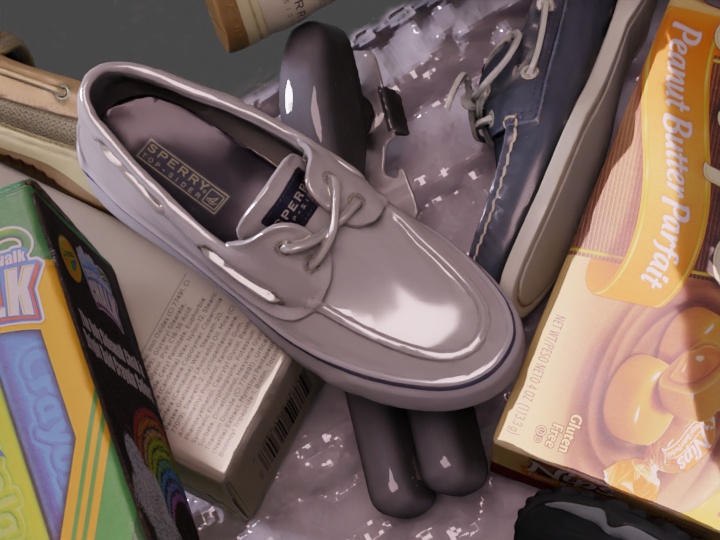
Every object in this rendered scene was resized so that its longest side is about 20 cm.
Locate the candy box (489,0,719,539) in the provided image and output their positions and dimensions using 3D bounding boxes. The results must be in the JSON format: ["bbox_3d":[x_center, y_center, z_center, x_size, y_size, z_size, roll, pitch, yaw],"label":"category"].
[{"bbox_3d":[0.140,0.004,1.095,0.115,0.055,0.201,22,75,6],"label":"candy box"}]

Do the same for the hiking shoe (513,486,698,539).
[{"bbox_3d":[0.127,0.161,1.040,0.200,0.074,0.087,38,80,17],"label":"hiking shoe"}]

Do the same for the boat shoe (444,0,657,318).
[{"bbox_3d":[0.075,-0.077,1.126,0.062,0.075,0.201,17,74,11],"label":"boat shoe"}]

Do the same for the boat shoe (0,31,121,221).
[{"bbox_3d":[-0.129,-0.070,1.147,0.200,0.073,0.063,26,88,16],"label":"boat shoe"}]

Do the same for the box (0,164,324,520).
[{"bbox_3d":[-0.117,0.020,1.124,0.199,0.068,0.082,26,77,16],"label":"box"}]

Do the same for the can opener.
[{"bbox_3d":[0.000,0.000,1.117,0.052,0.066,0.201,-25,71,31],"label":"can opener"}]

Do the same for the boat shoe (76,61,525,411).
[{"bbox_3d":[-0.028,-0.014,1.054,0.199,0.065,0.074,27,73,14],"label":"boat shoe"}]

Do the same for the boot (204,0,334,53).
[{"bbox_3d":[-0.004,-0.183,1.154,0.154,0.072,0.201,-17,46,2],"label":"boot"}]

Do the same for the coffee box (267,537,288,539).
[{"bbox_3d":[-0.074,0.235,0.977,0.199,0.200,0.199,-20,70,1],"label":"coffee box"}]

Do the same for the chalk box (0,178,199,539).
[{"bbox_3d":[-0.145,0.052,1.020,0.123,0.125,0.201,-22,72,3],"label":"chalk box"}]
